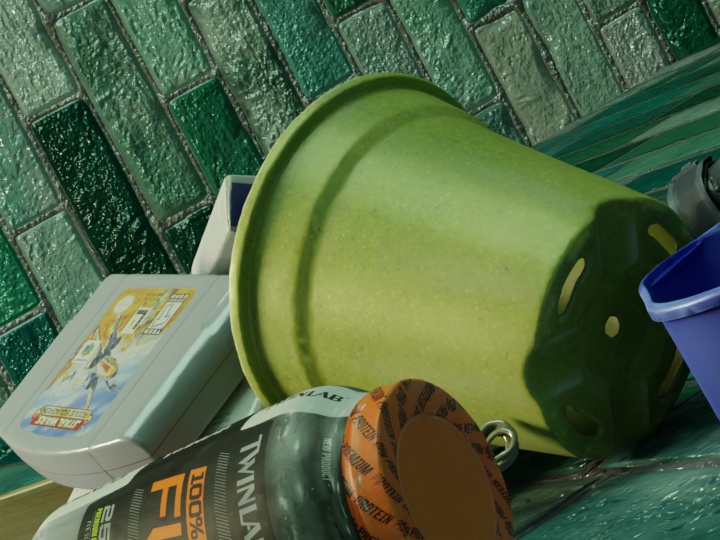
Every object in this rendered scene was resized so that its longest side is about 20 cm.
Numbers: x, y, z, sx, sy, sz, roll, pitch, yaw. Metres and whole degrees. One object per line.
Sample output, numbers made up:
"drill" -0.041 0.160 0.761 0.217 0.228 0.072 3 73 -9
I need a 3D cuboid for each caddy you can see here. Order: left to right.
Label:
"caddy" 0.198 0.000 1.066 0.141 0.106 0.200 -27 4 6

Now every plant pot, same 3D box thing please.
"plant pot" 0.066 0.011 1.212 0.200 0.202 0.183 -31 31 -35

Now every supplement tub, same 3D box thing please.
"supplement tub" -0.040 0.127 1.029 0.199 0.123 0.122 -27 4 30

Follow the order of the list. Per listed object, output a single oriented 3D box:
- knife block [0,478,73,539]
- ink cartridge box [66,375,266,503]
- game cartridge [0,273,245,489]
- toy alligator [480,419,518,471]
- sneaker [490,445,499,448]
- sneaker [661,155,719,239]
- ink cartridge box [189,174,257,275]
"knife block" -0.137 0.148 1.595 0.175 0.065 0.199 -20 -2 33
"ink cartridge box" -0.074 0.098 1.330 0.147 0.086 0.201 -21 31 40
"game cartridge" -0.133 0.061 1.338 0.133 0.042 0.199 -49 23 -22
"toy alligator" 0.005 0.131 1.183 0.199 0.060 0.054 -27 -36 22
"sneaker" 0.141 0.021 1.368 0.199 0.082 0.074 -30 5 -15
"sneaker" 0.192 -0.013 1.465 0.146 0.077 0.202 -29 2 30
"ink cartridge box" 0.000 0.000 1.443 0.194 0.044 0.200 3 -21 -10
